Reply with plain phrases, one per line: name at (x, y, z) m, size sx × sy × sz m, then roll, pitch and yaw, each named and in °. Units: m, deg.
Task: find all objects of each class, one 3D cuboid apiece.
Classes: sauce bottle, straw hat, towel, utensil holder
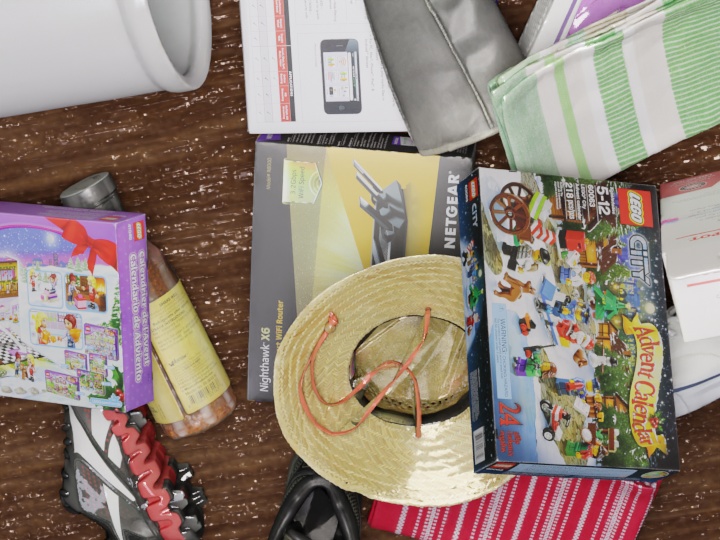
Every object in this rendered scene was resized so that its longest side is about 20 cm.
sauce bottle at (-0.157, 0.024, 1.735) m, size 0.066 × 0.066 × 0.201 m, roll -20°, pitch 105°, yaw 13°
straw hat at (0.038, 0.062, 1.654) m, size 0.199 × 0.085 × 0.203 m, roll -1°, pitch 110°, yaw -2°
towel at (0.109, 0.170, 1.745) m, size 0.199 × 0.023 × 0.145 m, roll 16°, pitch 135°, yaw 0°
towel at (0.188, -0.122, 1.594) m, size 0.199 × 0.023 × 0.153 m, roll -27°, pitch 142°, yaw -2°
utensil holder at (-0.220, -0.191, 1.616) m, size 0.198 × 0.170 × 0.171 m, roll -9°, pitch 108°, yaw 13°

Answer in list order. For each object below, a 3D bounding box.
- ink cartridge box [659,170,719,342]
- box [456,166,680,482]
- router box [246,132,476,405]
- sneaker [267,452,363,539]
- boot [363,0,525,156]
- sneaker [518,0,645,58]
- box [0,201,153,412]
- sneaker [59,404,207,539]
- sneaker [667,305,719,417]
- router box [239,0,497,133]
ink cartridge box at (0.265, -0.011, 1.596) m, size 0.116 × 0.200 × 0.068 m, roll -12°, pitch 107°, yaw 11°
box at (0.137, 0.037, 1.573) m, size 0.136 × 0.038 × 0.202 m, roll 4°, pitch 71°, yaw -22°
router box at (0.000, 0.000, 1.711) m, size 0.156 × 0.052 × 0.202 m, roll 4°, pitch 110°, yaw 5°
sneaker at (-0.039, 0.231, 1.767) m, size 0.076 × 0.114 × 0.201 m, roll 12°, pitch 112°, yaw 5°
boot at (0.072, -0.193, 1.573) m, size 0.181 × 0.073 × 0.201 m, roll -23°, pitch 99°, yaw 28°
sneaker at (0.192, -0.199, 1.616) m, size 0.114 × 0.073 × 0.201 m, roll 21°, pitch 118°, yaw -7°
box at (-0.241, 0.022, 1.711) m, size 0.199 × 0.039 × 0.138 m, roll 6°, pitch 104°, yaw 30°
sneaker at (-0.195, 0.129, 1.771) m, size 0.097 × 0.071 × 0.201 m, roll -22°, pitch 106°, yaw 12°
sneaker at (0.222, 0.061, 1.662) m, size 0.073 × 0.199 × 0.071 m, roll -12°, pitch 95°, yaw 56°
router box at (0.005, -0.197, 1.644) m, size 0.178 × 0.049 × 0.202 m, roll 0°, pitch 109°, yaw 7°
